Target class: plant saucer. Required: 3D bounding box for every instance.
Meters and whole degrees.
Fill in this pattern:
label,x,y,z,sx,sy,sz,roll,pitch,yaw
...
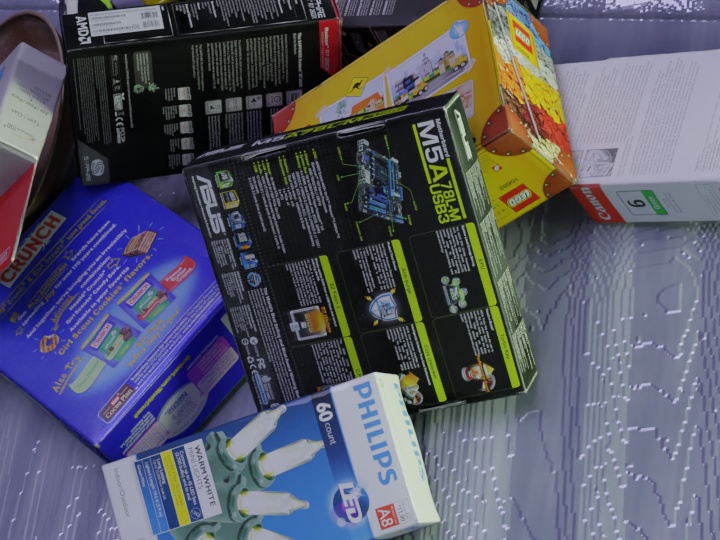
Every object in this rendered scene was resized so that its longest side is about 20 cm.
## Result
label,x,y,z,sx,sy,sz,roll,pitch,yaw
plant saucer,-0.269,-0.100,1.748,0.200,0.036,0.202,-25,57,46

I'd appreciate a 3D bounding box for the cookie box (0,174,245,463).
label,x,y,z,sx,sy,sz,roll,pitch,yaw
cookie box,-0.176,0.035,1.620,0.171,0.075,0.199,-48,50,-11

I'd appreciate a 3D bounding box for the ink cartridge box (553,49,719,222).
label,x,y,z,sx,sy,sz,roll,pitch,yaw
ink cartridge box,0.193,-0.090,1.529,0.199,0.050,0.110,-1,57,37

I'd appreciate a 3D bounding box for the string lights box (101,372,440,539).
label,x,y,z,sx,sy,sz,roll,pitch,yaw
string lights box,-0.059,0.146,1.466,0.199,0.059,0.104,-20,79,15

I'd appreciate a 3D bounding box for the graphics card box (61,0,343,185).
label,x,y,z,sx,sy,sz,roll,pitch,yaw
graphics card box,-0.113,-0.133,1.627,0.198,0.126,0.051,-9,43,-9

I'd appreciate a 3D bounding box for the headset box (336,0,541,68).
label,x,y,z,sx,sy,sz,roll,pitch,yaw
headset box,0.035,-0.219,1.690,0.198,0.077,0.150,3,59,27

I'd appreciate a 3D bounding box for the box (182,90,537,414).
label,x,y,z,sx,sy,sz,roll,pitch,yaw
box,0.000,0.000,1.484,0.192,0.202,0.048,-13,14,18

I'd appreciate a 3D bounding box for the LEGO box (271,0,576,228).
label,x,y,z,sx,sy,sz,roll,pitch,yaw
LEGO box,0.039,-0.085,1.556,0.199,0.077,0.150,-31,45,27

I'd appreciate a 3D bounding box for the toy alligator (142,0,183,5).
label,x,y,z,sx,sy,sz,roll,pitch,yaw
toy alligator,-0.120,-0.181,1.754,0.054,0.059,0.201,-34,48,3

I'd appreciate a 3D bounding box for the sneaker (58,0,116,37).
label,x,y,z,sx,sy,sz,roll,pitch,yaw
sneaker,-0.188,-0.161,1.781,0.082,0.072,0.201,-13,58,4

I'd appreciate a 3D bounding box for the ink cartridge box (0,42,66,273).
label,x,y,z,sx,sy,sz,roll,pitch,yaw
ink cartridge box,-0.293,-0.046,1.645,0.200,0.044,0.177,-38,34,47
